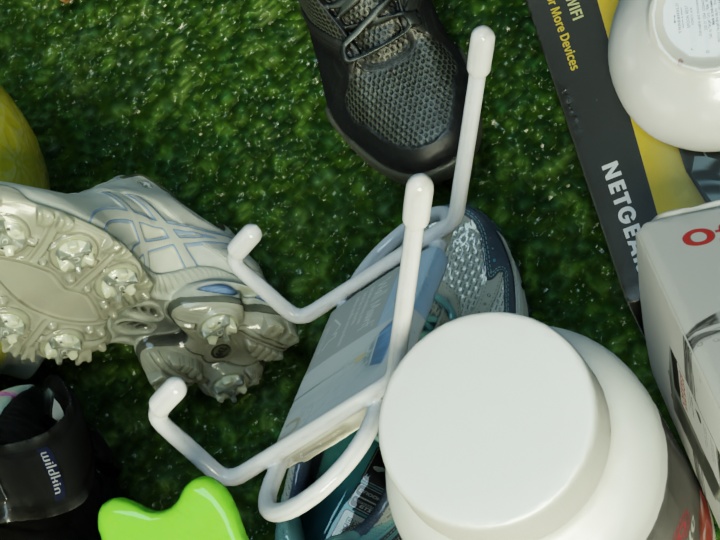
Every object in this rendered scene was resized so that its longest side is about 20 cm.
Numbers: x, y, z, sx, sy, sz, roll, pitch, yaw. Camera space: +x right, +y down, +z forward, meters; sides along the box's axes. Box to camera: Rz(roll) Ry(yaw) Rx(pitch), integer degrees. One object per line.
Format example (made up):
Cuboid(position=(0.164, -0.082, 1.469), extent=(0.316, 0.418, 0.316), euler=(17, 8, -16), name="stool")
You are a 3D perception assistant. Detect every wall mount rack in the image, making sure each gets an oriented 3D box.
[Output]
Cuboid(position=(0.000, 0.000, 0.818), extent=(0.173, 0.075, 0.200), euler=(-35, 19, 33), name="wall mount rack")

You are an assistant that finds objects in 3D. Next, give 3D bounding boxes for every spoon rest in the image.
Cuboid(position=(0.157, -0.151, 0.910), extent=(0.099, 0.061, 0.202), euler=(-4, 80, 18), name="spoon rest")

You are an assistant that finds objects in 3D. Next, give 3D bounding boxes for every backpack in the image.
Cuboid(position=(-0.166, 0.132, 0.881), extent=(0.126, 0.168, 0.200), euler=(-15, 24, 8), name="backpack")

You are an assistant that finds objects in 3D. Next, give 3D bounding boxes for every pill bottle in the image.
Cuboid(position=(0.073, 0.088, 0.807), extent=(0.110, 0.200, 0.111), euler=(-7, 67, 16), name="pill bottle")

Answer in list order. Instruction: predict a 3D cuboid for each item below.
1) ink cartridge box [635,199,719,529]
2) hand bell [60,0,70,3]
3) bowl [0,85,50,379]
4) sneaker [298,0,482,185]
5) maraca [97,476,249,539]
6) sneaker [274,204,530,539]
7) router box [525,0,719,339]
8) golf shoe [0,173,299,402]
Cuboid(position=(0.202, 0.052, 0.784), extent=(0.146, 0.083, 0.200), euler=(-12, 34, -1), name="ink cartridge box")
Cuboid(position=(-0.102, -0.225, 1.079), extent=(0.200, 0.104, 0.104), euler=(-50, 61, 7), name="hand bell")
Cuboid(position=(-0.198, -0.002, 0.979), extent=(0.107, 0.200, 0.201), euler=(20, 71, -19), name="bowl")
Cuboid(position=(-0.005, -0.137, 0.982), extent=(0.076, 0.114, 0.200), euler=(-23, 64, 10), name="sneaker")
Cuboid(position=(-0.033, 0.167, 0.758), extent=(0.200, 0.107, 0.137), euler=(37, 94, 13), name="maraca")
Cuboid(position=(0.018, 0.057, 0.904), extent=(0.077, 0.086, 0.201), euler=(12, 72, 23), name="sneaker")
Cuboid(position=(0.171, -0.087, 0.933), extent=(0.156, 0.052, 0.201), euler=(-21, 63, 9), name="router box")
Cuboid(position=(-0.120, -0.008, 0.928), extent=(0.078, 0.200, 0.098), euler=(-40, 49, 23), name="golf shoe")
